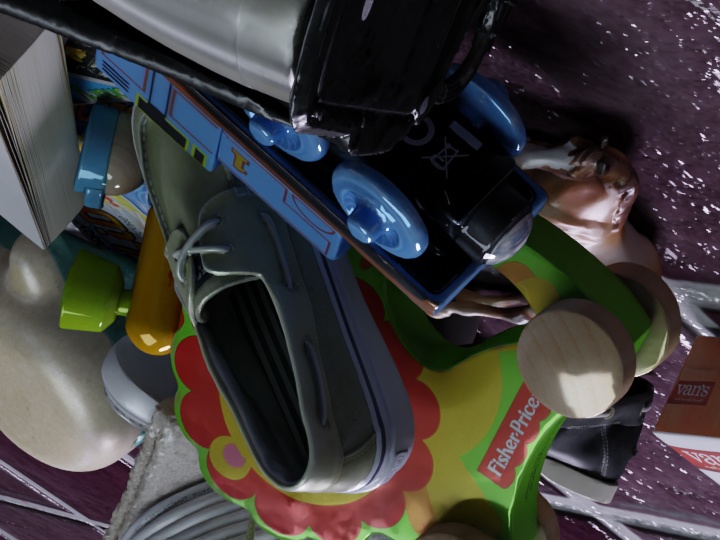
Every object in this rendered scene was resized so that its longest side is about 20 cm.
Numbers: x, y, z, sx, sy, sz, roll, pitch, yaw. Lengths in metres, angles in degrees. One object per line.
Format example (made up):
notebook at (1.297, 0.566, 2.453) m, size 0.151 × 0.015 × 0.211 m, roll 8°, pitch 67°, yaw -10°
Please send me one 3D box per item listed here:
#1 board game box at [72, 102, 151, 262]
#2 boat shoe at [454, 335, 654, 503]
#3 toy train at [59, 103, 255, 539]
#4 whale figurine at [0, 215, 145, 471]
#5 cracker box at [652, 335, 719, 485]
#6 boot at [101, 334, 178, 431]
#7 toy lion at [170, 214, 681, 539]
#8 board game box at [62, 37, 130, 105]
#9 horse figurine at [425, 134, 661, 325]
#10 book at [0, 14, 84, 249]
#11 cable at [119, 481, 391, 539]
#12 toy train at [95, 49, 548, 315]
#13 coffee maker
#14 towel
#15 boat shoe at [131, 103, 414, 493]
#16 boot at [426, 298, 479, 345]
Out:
board game box at (-0.110, -0.041, 1.496) m, size 0.135 × 0.034 × 0.200 m, roll 18°, pitch 162°, yaw 30°
boat shoe at (0.070, 0.052, 1.382) m, size 0.200 × 0.068 × 0.072 m, roll 26°, pitch -169°, yaw -47°
toy train at (-0.087, 0.024, 1.321) m, size 0.116 × 0.200 × 0.085 m, roll 11°, pitch 172°, yaw -2°
whale figurine at (-0.175, 0.012, 1.568) m, size 0.200 × 0.104 × 0.159 m, roll 48°, pitch 150°, yaw 12°
cracker box at (0.250, 0.105, 1.329) m, size 0.200 × 0.058 × 0.134 m, roll 38°, pitch 161°, yaw -30°
boot at (-0.082, 0.091, 1.517) m, size 0.200 × 0.096 × 0.074 m, roll 14°, pitch -145°, yaw -50°
toy lion at (0.013, 0.044, 1.223) m, size 0.192 × 0.069 × 0.200 m, roll 36°, pitch 124°, yaw 14°
board game box at (-0.134, -0.123, 1.283) m, size 0.126 × 0.035 × 0.200 m, roll 37°, pitch 161°, yaw -29°
horse figurine at (0.080, -0.007, 1.251) m, size 0.132 × 0.050 × 0.200 m, roll 2°, pitch 145°, yaw 26°
book at (-0.194, -0.095, 1.321) m, size 0.134 × 0.048 × 0.200 m, roll 36°, pitch 164°, yaw 13°
cable at (-0.028, 0.160, 1.463) m, size 0.200 × 0.069 × 0.200 m, roll -21°, pitch 153°, yaw 14°
toy train at (-0.016, -0.066, 1.126) m, size 0.200 × 0.087 × 0.114 m, roll 41°, pitch 160°, yaw 9°
coffee maker at (-0.066, -0.120, 1.004) m, size 0.200 × 0.135 × 0.192 m, roll 23°, pitch 164°, yaw 17°
towel at (-0.055, 0.109, 1.463) m, size 0.132 × 0.034 × 0.200 m, roll -6°, pitch 154°, yaw -16°
boat shoe at (-0.044, 0.001, 1.179) m, size 0.062 × 0.072 × 0.200 m, roll -5°, pitch -119°, yaw -55°
boot at (0.000, 0.000, 1.398) m, size 0.075 × 0.074 × 0.200 m, roll 32°, pitch 169°, yaw 20°
